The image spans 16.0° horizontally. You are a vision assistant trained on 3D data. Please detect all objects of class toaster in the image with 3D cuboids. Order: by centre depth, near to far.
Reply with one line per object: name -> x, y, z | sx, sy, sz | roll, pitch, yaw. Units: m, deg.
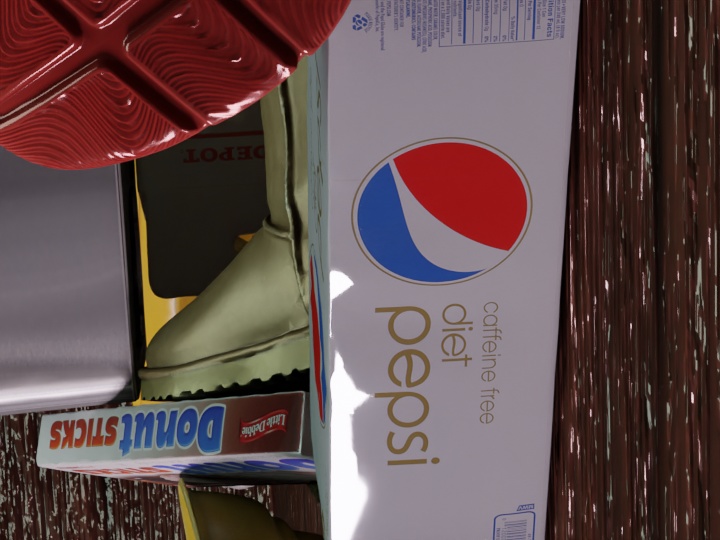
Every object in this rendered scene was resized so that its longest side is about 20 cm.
toaster -> -0.150, -0.040, 1.022 | 0.200, 0.118, 0.182 | -112, 18, -82

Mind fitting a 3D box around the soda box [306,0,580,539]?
soda box -> 0.019, -0.011, 0.682 | 0.068, 0.063, 0.201 | -99, 8, -52

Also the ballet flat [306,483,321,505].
ballet flat -> 0.000, 0.000, 0.992 | 0.071, 0.070, 0.202 | 149, 118, -85

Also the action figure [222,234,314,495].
action figure -> -0.032, 0.049, 1.200 | 0.200, 0.101, 0.120 | 101, 177, -80

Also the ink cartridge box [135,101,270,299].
ink cartridge box -> -0.039, -0.086, 1.068 | 0.068, 0.116, 0.201 | 111, 156, -81

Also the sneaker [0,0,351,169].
sneaker -> -0.015, -0.112, 0.605 | 0.078, 0.200, 0.116 | 45, -155, -13

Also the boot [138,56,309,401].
boot -> -0.024, -0.058, 0.937 | 0.175, 0.066, 0.201 | -15, 77, 46

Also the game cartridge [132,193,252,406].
game cartridge -> -0.065, -0.036, 1.262 | 0.176, 0.032, 0.201 | -50, -29, -53

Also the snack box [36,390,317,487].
snack box -> -0.045, 0.065, 0.953 | 0.200, 0.072, 0.024 | -9, 72, 56

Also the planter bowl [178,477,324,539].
planter bowl -> -0.008, 0.167, 0.966 | 0.200, 0.083, 0.202 | 167, 90, -83
